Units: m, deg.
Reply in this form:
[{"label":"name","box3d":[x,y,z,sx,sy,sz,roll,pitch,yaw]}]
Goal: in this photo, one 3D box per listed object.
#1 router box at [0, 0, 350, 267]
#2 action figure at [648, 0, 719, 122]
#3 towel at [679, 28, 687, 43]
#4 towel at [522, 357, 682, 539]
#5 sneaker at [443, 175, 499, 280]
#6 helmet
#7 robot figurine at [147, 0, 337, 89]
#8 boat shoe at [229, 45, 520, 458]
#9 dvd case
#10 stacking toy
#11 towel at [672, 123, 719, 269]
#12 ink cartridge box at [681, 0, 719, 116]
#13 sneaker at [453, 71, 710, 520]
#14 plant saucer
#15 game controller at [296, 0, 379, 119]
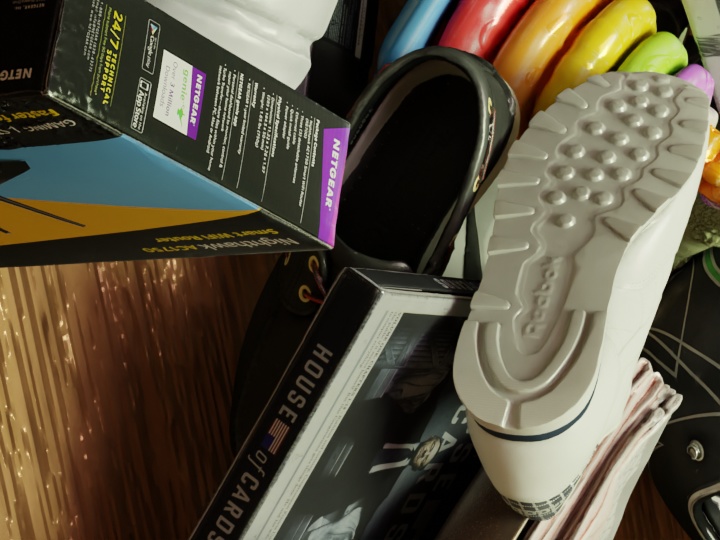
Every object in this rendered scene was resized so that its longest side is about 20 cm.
[{"label":"router box","box3d":[-0.126,-0.047,0.974,0.149,0.200,0.051,28,66,-49]},{"label":"action figure","box3d":[0.182,-0.153,1.420,0.200,0.069,0.130,-49,122,-44]},{"label":"towel","box3d":[0.110,-0.196,1.411,0.200,0.048,0.171,44,56,-43]},{"label":"towel","box3d":[0.067,0.158,1.269,0.191,0.032,0.200,-53,169,-39]},{"label":"sneaker","box3d":[0.080,0.030,1.339,0.200,0.088,0.074,59,45,-36]},{"label":"helmet","box3d":[0.224,0.062,1.439,0.200,0.200,0.191,-54,126,-38]},{"label":"robot figurine","box3d":[-0.054,-0.140,1.120,0.170,0.113,0.200,-130,-117,-86]},{"label":"boat shoe","box3d":[-0.002,-0.001,1.202,0.202,0.074,0.063,-62,163,3]},{"label":"dvd case","box3d":[0.009,0.070,1.193,0.151,0.025,0.200,-61,155,11]},{"label":"stacking toy","box3d":[0.114,-0.072,1.273,0.110,0.200,0.116,-57,167,8]},{"label":"towel","box3d":[0.202,-0.072,1.449,0.036,0.148,0.200,46,59,-7]},{"label":"ink cartridge box","box3d":[0.200,-0.157,1.291,0.145,0.083,0.200,-65,145,-36]},{"label":"sneaker","box3d":[0.091,0.004,1.183,0.200,0.076,0.081,-62,150,-31]},{"label":"plant saucer","box3d":[0.041,0.139,1.253,0.200,0.032,0.200,-58,171,-14]},{"label":"game controller","box3d":[-0.025,-0.116,1.249,0.104,0.042,0.201,27,68,-65]}]
